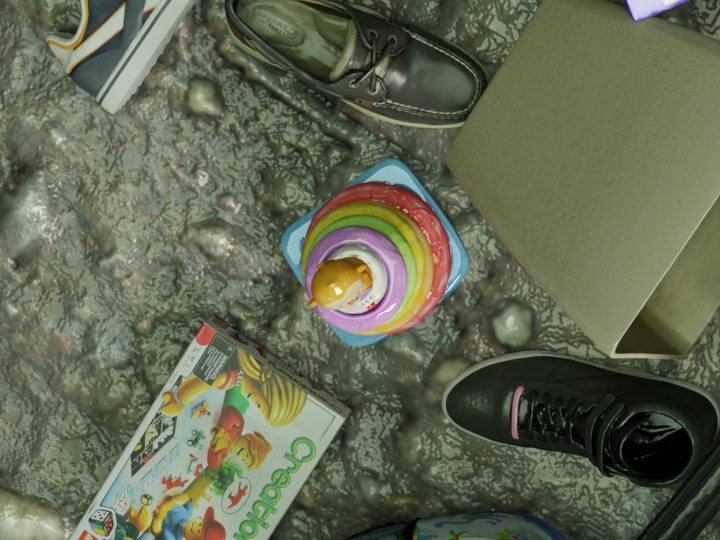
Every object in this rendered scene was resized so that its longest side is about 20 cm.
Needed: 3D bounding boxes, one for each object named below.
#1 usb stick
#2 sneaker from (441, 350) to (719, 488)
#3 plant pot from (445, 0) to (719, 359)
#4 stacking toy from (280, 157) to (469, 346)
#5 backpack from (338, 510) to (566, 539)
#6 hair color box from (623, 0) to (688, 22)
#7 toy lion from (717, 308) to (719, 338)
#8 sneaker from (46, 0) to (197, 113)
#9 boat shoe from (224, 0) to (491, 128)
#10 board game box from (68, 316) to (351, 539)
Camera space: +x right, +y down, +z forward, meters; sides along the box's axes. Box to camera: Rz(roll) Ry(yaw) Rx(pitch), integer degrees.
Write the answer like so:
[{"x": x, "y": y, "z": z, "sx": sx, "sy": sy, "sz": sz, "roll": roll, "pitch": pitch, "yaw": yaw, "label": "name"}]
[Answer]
[{"x": 0.242, "y": 0.157, "z": 1.301, "sx": 0.033, "sy": 0.055, "sz": 0.200, "roll": 41, "pitch": 101, "yaw": 19, "label": "usb stick"}, {"x": 0.151, "y": 0.103, "z": 1.286, "sx": 0.198, "sy": 0.099, "sz": 0.071, "roll": 6, "pitch": 100, "yaw": 9, "label": "sneaker"}, {"x": 0.177, "y": -0.075, "z": 1.218, "sx": 0.177, "sy": 0.200, "sz": 0.201, "roll": 38, "pitch": 102, "yaw": 20, "label": "plant pot"}, {"x": 0.000, "y": 0.000, "z": 1.245, "sx": 0.116, "sy": 0.200, "sz": 0.110, "roll": -35, "pitch": 91, "yaw": 11, "label": "stacking toy"}, {"x": 0.065, "y": 0.258, "z": 1.292, "sx": 0.199, "sy": 0.147, "sz": 0.184, "roll": -14, "pitch": 93, "yaw": 19, "label": "backpack"}, {"x": 0.199, "y": -0.247, "z": 1.183, "sx": 0.109, "sy": 0.200, "sz": 0.065, "roll": -21, "pitch": 122, "yaw": 11, "label": "hair color box"}, {"x": 0.331, "y": -0.006, "z": 1.214, "sx": 0.199, "sy": 0.192, "sz": 0.069, "roll": -22, "pitch": 57, "yaw": -4, "label": "toy lion"}, {"x": -0.147, "y": -0.211, "z": 1.304, "sx": 0.079, "sy": 0.078, "sz": 0.200, "roll": 38, "pitch": 103, "yaw": -3, "label": "sneaker"}, {"x": -0.006, "y": -0.149, "z": 1.296, "sx": 0.199, "sy": 0.065, "sz": 0.074, "roll": 18, "pitch": 98, "yaw": 5, "label": "boat shoe"}, {"x": -0.112, "y": 0.152, "z": 1.366, "sx": 0.126, "sy": 0.035, "sz": 0.201, "roll": 33, "pitch": 101, "yaw": 3, "label": "board game box"}]
